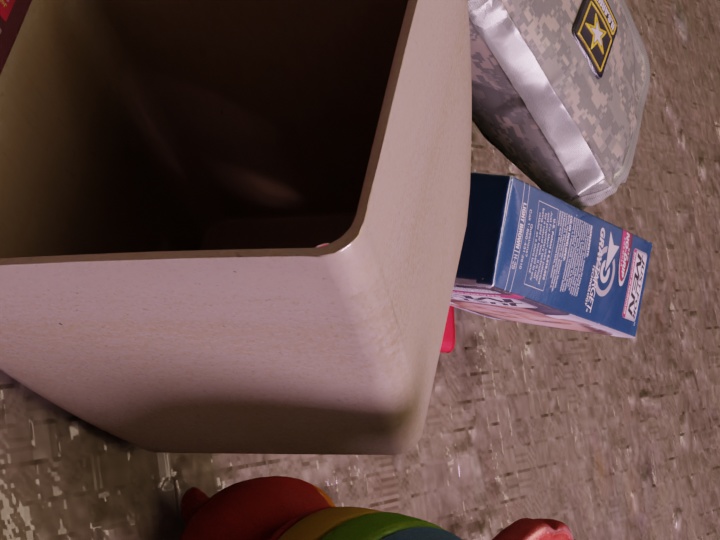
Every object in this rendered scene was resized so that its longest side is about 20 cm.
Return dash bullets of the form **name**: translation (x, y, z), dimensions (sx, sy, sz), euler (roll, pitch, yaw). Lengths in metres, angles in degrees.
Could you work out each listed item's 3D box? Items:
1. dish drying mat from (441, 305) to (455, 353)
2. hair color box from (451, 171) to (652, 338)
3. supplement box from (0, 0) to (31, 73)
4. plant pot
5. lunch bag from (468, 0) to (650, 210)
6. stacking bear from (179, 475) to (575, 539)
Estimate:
- **dish drying mat**: translation (0.000, 0.000, 1.005), dimensions (0.200, 0.018, 0.078), euler (13, 72, -60)
- **hair color box**: translation (0.078, -0.009, 1.018), dimensions (0.200, 0.099, 0.061), euler (17, 82, -59)
- **supplement box**: translation (-0.178, -0.122, 0.684), dimensions (0.109, 0.060, 0.201), euler (52, 39, -39)
- **plant pot**: translation (-0.048, -0.027, 0.766), dimensions (0.178, 0.198, 0.201), euler (64, 32, -47)
- **lunch bag**: translation (0.085, -0.146, 1.034), dimensions (0.164, 0.117, 0.201), euler (54, 10, -38)
- **stacking bear**: translation (-0.003, 0.146, 0.778), dimensions (0.114, 0.199, 0.122), euler (-43, 127, -24)
